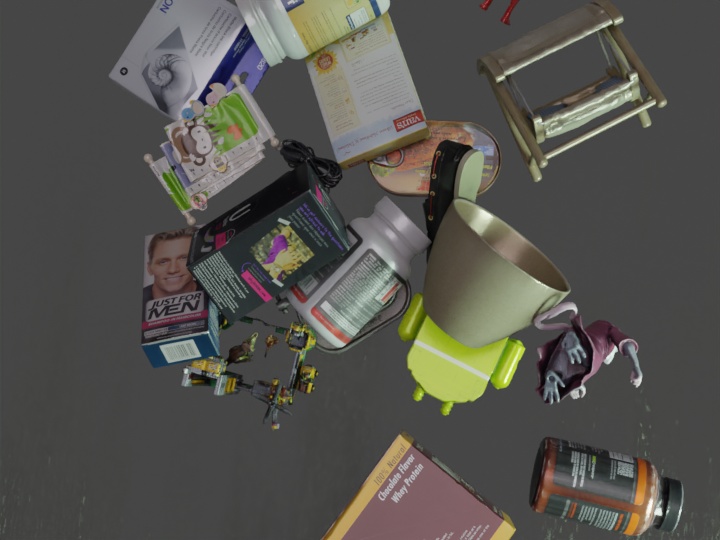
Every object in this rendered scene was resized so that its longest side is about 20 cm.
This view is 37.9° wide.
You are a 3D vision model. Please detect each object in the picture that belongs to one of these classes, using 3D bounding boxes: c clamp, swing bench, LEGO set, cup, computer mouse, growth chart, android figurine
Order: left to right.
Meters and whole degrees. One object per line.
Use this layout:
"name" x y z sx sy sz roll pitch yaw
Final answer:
"growth chart" -0.222 -0.184 1.555 0.200 0.018 0.145 -41 89 -7
"LEGO set" -0.163 0.123 1.494 0.198 0.116 0.156 22 89 12
"computer mouse" -0.123 -0.093 1.531 0.138 0.052 0.202 34 95 42
"c clamp" -0.032 0.027 1.547 0.198 0.027 0.173 -25 83 2
"android figurine" 0.142 0.107 1.517 0.180 0.041 0.202 24 83 5
"cup" 0.165 0.020 1.431 0.200 0.200 0.144 39 107 7
"swing bench" 0.295 -0.267 1.499 0.197 0.130 0.202 -26 82 2

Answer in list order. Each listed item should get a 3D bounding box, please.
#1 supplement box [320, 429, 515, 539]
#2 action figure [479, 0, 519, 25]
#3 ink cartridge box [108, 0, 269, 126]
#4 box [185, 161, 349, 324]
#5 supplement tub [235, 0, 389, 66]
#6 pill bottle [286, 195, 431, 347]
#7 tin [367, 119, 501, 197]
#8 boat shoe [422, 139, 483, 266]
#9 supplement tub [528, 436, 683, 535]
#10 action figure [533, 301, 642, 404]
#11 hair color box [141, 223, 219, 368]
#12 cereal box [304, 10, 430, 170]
"supplement box" 0.075 0.363 1.451 0.199 0.133 0.198 37 88 7
"action figure" 0.255 -0.469 1.562 0.065 0.099 0.201 34 110 4
"ink cartridge box" -0.250 -0.321 1.592 0.198 0.041 0.201 31 88 7
"box" -0.126 -0.039 1.432 0.198 0.123 0.107 -31 113 8
"supplement tub" -0.072 -0.395 1.508 0.198 0.144 0.146 -28 83 3
"pill bottle" 0.000 0.000 1.477 0.116 0.116 0.200 45 93 7
"tin" 0.108 -0.162 1.550 0.197 0.042 0.114 4 81 5
"boat shoe" 0.125 -0.088 1.502 0.063 0.073 0.204 27 123 32
"supplement tub" 0.339 0.303 1.450 0.197 0.107 0.109 13 85 6
"action figure" 0.304 0.107 1.444 0.133 0.199 0.151 -26 88 38
"hair color box" -0.257 0.033 1.499 0.098 0.061 0.202 -11 50 3
"cereal box" 0.007 -0.265 1.543 0.142 0.040 0.203 -20 73 9
